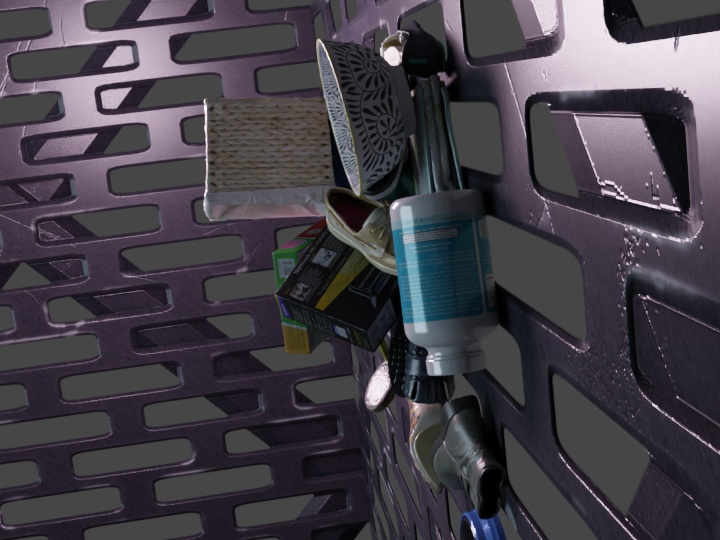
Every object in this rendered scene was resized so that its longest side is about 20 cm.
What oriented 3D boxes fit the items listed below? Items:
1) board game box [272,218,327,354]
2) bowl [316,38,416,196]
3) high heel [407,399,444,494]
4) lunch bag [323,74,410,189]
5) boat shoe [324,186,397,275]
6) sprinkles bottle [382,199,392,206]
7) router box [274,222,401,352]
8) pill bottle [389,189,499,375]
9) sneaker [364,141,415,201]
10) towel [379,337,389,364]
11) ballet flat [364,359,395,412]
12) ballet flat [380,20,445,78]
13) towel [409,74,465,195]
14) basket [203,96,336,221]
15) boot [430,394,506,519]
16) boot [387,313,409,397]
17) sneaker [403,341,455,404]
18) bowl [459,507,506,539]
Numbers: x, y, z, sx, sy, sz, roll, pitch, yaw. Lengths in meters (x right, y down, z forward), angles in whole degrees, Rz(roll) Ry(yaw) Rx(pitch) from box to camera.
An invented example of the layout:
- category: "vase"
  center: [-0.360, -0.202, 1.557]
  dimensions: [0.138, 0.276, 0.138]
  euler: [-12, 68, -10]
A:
- category: "board game box"
  center: [-0.066, 0.019, 1.704]
  dimensions: [0.200, 0.040, 0.155]
  euler: [-40, -54, -65]
- category: "bowl"
  center: [0.015, -0.203, 1.423]
  dimensions: [0.201, 0.093, 0.204]
  euler: [165, 90, -86]
- category: "high heel"
  center: [0.111, 0.250, 1.774]
  dimensions: [0.143, 0.070, 0.203]
  euler: [67, -166, -76]
- category: "lunch bag"
  center: [0.017, -0.213, 1.715]
  dimensions: [0.201, 0.134, 0.134]
  euler: [91, 170, -51]
- category: "boat shoe"
  center: [0.023, -0.055, 1.525]
  dimensions: [0.199, 0.074, 0.070]
  euler: [26, 154, 33]
- category: "sprinkles bottle"
  center: [0.062, -0.073, 1.779]
  dimensions: [0.201, 0.067, 0.069]
  euler: [95, 167, -64]
- category: "router box"
  center: [0.000, 0.000, 1.570]
  dimensions: [0.201, 0.156, 0.053]
  euler: [-54, -32, -26]
- category: "pill bottle"
  center: [0.097, 0.014, 1.284]
  dimensions: [0.111, 0.109, 0.203]
  euler: [169, 94, -85]
- category: "sneaker"
  center: [0.043, -0.132, 1.567]
  dimensions: [0.121, 0.083, 0.201]
  euler: [57, -158, -35]
- category: "towel"
  center: [0.021, 0.085, 1.774]
  dimensions: [0.087, 0.018, 0.200]
  euler: [65, 178, -24]
- category: "ballet flat"
  center: [0.059, 0.149, 1.775]
  dimensions: [0.046, 0.067, 0.201]
  euler: [49, -139, -25]
- category: "ballet flat"
  center: [0.062, -0.290, 1.490]
  dimensions: [0.200, 0.072, 0.074]
  euler: [-113, 16, -72]
- category: "towel"
  center: [0.096, -0.141, 1.450]
  dimensions: [0.171, 0.047, 0.203]
  euler: [-126, 29, -85]
- category: "basket"
  center: [-0.138, -0.165, 1.708]
  dimensions: [0.198, 0.197, 0.163]
  euler: [149, 119, -83]
- category: "boot"
  center: [0.140, 0.265, 1.450]
  dimensions: [0.201, 0.067, 0.132]
  euler: [87, 168, -51]
- category: "boot"
  center: [0.076, 0.098, 1.697]
  dimensions: [0.132, 0.069, 0.203]
  euler: [82, -169, -75]
- category: "sneaker"
  center: [0.097, 0.108, 1.524]
  dimensions: [0.202, 0.076, 0.149]
  euler: [39, -126, -84]
- category: "bowl"
  center: [0.166, 0.408, 1.470]
  dimensions: [0.201, 0.039, 0.204]
  euler: [172, 90, -84]
